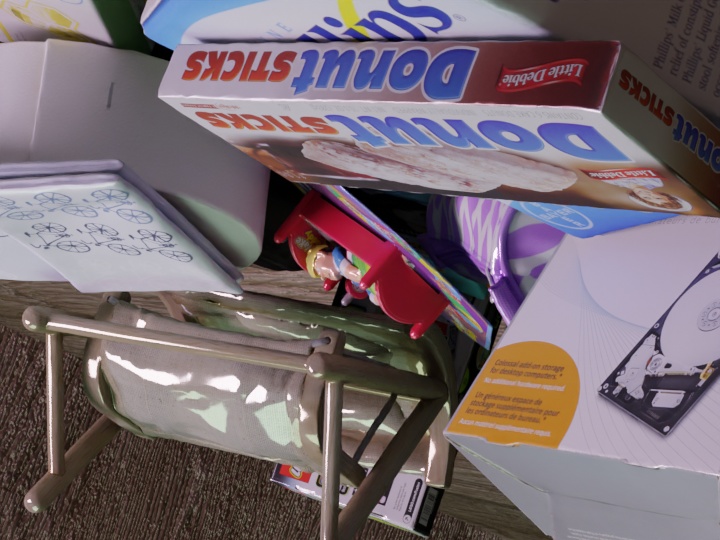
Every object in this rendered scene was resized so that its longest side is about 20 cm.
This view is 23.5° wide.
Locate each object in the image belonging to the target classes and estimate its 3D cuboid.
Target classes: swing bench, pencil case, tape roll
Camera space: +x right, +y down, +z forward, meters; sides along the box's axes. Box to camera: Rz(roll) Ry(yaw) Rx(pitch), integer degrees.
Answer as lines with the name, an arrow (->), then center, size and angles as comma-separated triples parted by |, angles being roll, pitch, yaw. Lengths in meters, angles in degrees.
swing bench -> -0.065, 0.076, 1.036 | 0.197, 0.131, 0.200 | 9, -166, 24
pencil case -> 0.083, -0.017, 0.838 | 0.084, 0.085, 0.200 | 50, 180, -9
tape roll -> -0.148, -0.054, 0.948 | 0.200, 0.072, 0.203 | 6, 164, 2

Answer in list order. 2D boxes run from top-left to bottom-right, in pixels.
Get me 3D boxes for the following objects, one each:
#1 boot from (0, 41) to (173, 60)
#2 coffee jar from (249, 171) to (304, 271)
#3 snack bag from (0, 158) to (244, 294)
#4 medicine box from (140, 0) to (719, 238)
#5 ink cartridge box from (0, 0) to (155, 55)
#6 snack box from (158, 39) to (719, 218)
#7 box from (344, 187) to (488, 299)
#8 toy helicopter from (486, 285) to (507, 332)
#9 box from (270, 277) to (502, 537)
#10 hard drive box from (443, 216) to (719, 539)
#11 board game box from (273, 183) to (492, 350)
boot -> -0.171, -0.123, 0.976 | 0.198, 0.074, 0.075 | 13, 163, -15
coffee jar -> -0.097, -0.049, 1.130 | 0.104, 0.086, 0.199 | 27, 166, -32
snack bag -> -0.181, -0.020, 0.914 | 0.198, 0.022, 0.189 | 1, 164, 15
medicine box -> 0.048, -0.102, 0.584 | 0.198, 0.104, 0.182 | 23, 168, -15
ink cartridge box -> -0.118, -0.134, 0.870 | 0.198, 0.048, 0.146 | 21, 168, 7
snack box -> 0.022, -0.047, 0.555 | 0.199, 0.025, 0.072 | 8, 162, 47
box -> 0.032, -0.041, 1.037 | 0.082, 0.050, 0.200 | 16, 168, 17
toy helicopter -> 0.121, 0.058, 1.130 | 0.078, 0.133, 0.200 | 16, 168, 17
box -> 0.025, 0.062, 1.146 | 0.109, 0.202, 0.035 | 15, 170, 25
hard drive box -> 0.147, 0.010, 0.658 | 0.077, 0.201, 0.155 | 44, 157, -26
board game box -> 0.000, 0.000, 0.942 | 0.158, 0.039, 0.200 | 41, 177, 7
